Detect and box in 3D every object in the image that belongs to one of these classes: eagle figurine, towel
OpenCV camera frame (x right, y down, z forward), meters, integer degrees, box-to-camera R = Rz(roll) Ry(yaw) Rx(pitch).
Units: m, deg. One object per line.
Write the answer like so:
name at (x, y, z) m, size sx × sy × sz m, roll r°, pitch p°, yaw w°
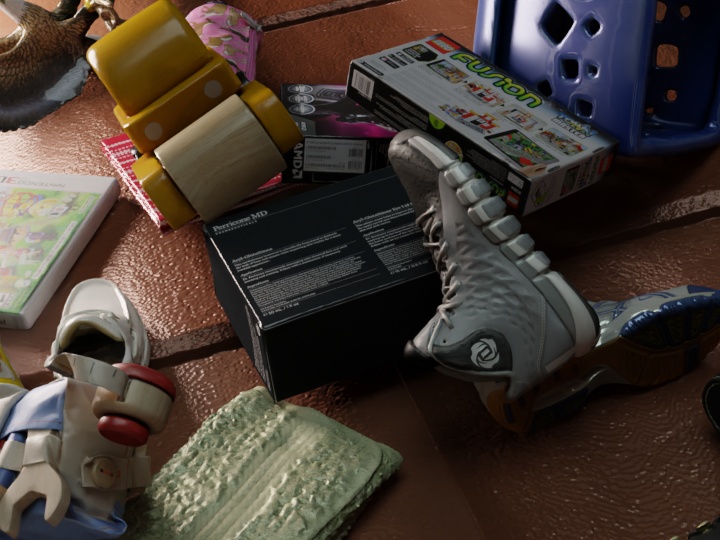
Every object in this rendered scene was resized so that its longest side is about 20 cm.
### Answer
eagle figurine at (-0.345, -0.231, 1.399) m, size 0.200 × 0.151 × 0.152 m, roll -43°, pitch -1°, yaw 2°
towel at (-0.146, -0.098, 1.235) m, size 0.145 × 0.023 × 0.200 m, roll -20°, pitch 33°, yaw -16°
towel at (-0.080, 0.160, 0.904) m, size 0.148 × 0.037 × 0.200 m, roll 17°, pitch 44°, yaw 29°

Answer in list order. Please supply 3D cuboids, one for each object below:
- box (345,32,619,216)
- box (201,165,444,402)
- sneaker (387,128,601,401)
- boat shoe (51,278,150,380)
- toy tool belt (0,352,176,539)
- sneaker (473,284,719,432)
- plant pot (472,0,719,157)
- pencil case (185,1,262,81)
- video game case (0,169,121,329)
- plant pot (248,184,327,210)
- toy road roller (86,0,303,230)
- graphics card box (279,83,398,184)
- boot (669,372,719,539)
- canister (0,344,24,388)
box at (0.095, -0.122, 1.083) m, size 0.110 × 0.035 × 0.200 m, roll -23°, pitch 48°, yaw -37°
box at (0.000, 0.000, 1.018) m, size 0.200 × 0.079 × 0.141 m, roll -18°, pitch 42°, yaw -14°
sneaker at (0.059, 0.004, 0.916) m, size 0.115 × 0.075 × 0.200 m, roll -40°, pitch 78°, yaw -6°
boat shoe at (-0.199, 0.059, 1.024) m, size 0.071 × 0.069 × 0.200 m, roll -13°, pitch 38°, yaw -5°
toy tool belt at (-0.190, 0.137, 0.850) m, size 0.200 × 0.125 × 0.123 m, roll -22°, pitch 47°, yaw 49°
sneaker at (0.171, 0.042, 0.983) m, size 0.200 × 0.075 × 0.088 m, roll -17°, pitch 39°, yaw -14°
plant pot at (0.208, -0.211, 1.165) m, size 0.180 × 0.200 × 0.200 m, roll 15°, pitch 17°, yaw 35°
pencil case at (-0.136, -0.185, 1.278) m, size 0.083 × 0.087 × 0.200 m, roll 19°, pitch 29°, yaw -13°
video game case at (-0.332, -0.026, 1.192) m, size 0.182 × 0.022 × 0.200 m, roll 5°, pitch 40°, yaw 15°
plant pot at (-0.012, -0.016, 1.125) m, size 0.200 × 0.028 × 0.200 m, roll -5°, pitch 39°, yaw 4°
toy road roller at (-0.144, -0.132, 1.080) m, size 0.123 × 0.146 × 0.200 m, roll -36°, pitch 22°, yaw -3°
graphics card box at (0.027, -0.120, 1.196) m, size 0.200 × 0.051 × 0.126 m, roll 1°, pitch 29°, yaw -4°
boot at (0.238, 0.145, 0.836) m, size 0.154 × 0.074 × 0.204 m, roll -17°, pitch 42°, yaw -20°
canister at (-0.334, 0.078, 0.999) m, size 0.148 × 0.087 × 0.200 m, roll -31°, pitch 44°, yaw -12°
